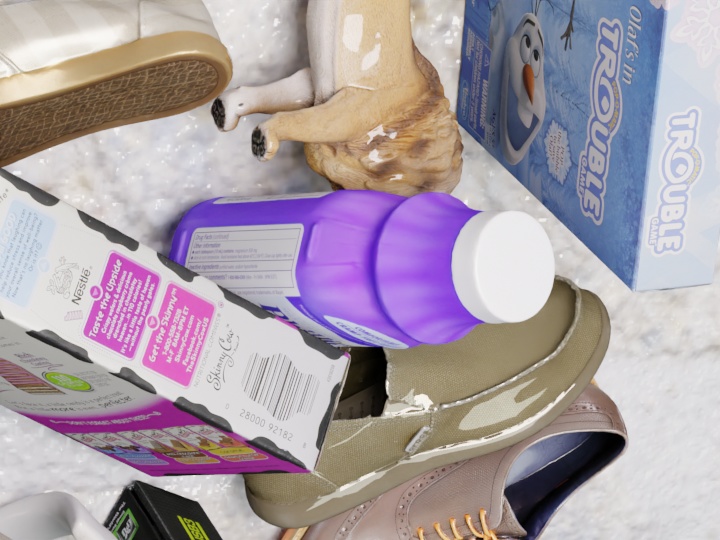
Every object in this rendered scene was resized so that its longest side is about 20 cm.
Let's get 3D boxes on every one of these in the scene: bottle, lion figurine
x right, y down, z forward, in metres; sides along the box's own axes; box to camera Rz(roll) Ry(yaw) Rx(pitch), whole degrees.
[{"bbox_3d":[0.000,0.000,1.139,0.083,0.200,0.065,22,75,-39],"label":"bottle"},{"bbox_3d":[-0.004,-0.114,1.159,0.122,0.072,0.200,-9,113,-31],"label":"lion figurine"}]

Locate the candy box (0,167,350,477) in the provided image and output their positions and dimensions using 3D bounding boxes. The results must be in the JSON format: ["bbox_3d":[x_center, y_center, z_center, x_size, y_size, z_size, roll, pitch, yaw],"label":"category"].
[{"bbox_3d":[-0.124,0.027,1.133,0.200,0.136,0.061,29,69,-32],"label":"candy box"}]

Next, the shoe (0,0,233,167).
[{"bbox_3d":[-0.157,-0.082,1.123,0.200,0.053,0.070,-14,157,-9],"label":"shoe"}]

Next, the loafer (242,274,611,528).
[{"bbox_3d":[0.029,0.055,1.252,0.200,0.076,0.067,-30,129,-8],"label":"loafer"}]

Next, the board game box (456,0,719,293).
[{"bbox_3d":[0.103,-0.122,1.123,0.043,0.199,0.200,-6,116,-21],"label":"board game box"}]

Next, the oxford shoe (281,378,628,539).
[{"bbox_3d":[0.043,0.117,1.289,0.200,0.073,0.071,-36,124,-3],"label":"oxford shoe"}]

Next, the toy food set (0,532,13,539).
[{"bbox_3d":[-0.234,0.180,1.163,0.143,0.060,0.200,33,104,-12],"label":"toy food set"}]

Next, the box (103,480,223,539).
[{"bbox_3d":[-0.109,0.229,1.207,0.047,0.193,0.200,24,104,-29],"label":"box"}]

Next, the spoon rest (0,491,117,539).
[{"bbox_3d":[-0.202,0.167,1.228,0.200,0.061,0.099,-32,122,10],"label":"spoon rest"}]
